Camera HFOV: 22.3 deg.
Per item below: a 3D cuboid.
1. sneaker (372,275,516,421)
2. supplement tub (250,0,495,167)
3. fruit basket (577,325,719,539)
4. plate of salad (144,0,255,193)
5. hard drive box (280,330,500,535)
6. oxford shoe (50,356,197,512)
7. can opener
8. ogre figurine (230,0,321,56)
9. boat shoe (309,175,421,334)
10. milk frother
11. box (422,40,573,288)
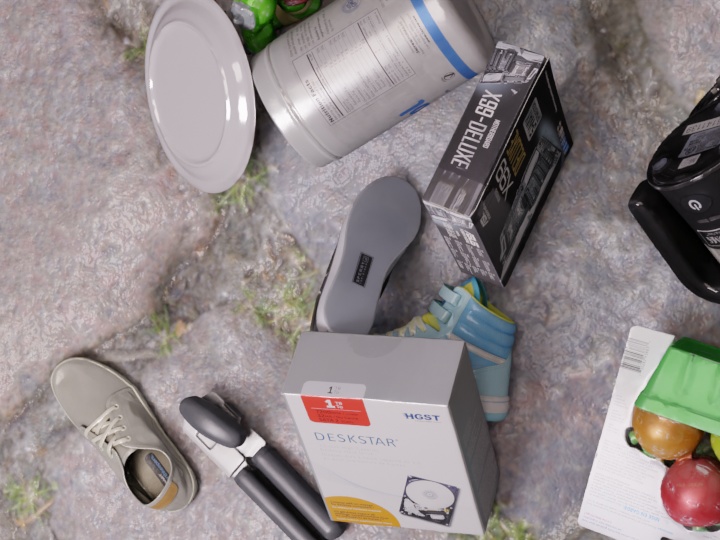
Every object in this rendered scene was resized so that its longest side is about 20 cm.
[{"bbox_3d":[0.054,0.058,1.721,0.200,0.080,0.131,14,95,10],"label":"sneaker"},{"bbox_3d":[0.013,-0.200,1.714,0.200,0.132,0.132,-31,79,17],"label":"supplement tub"},{"bbox_3d":[0.306,0.167,1.637,0.185,0.094,0.200,18,110,19],"label":"fruit basket"},{"bbox_3d":[-0.151,-0.176,1.783,0.200,0.048,0.200,23,120,48],"label":"plate of salad"},{"bbox_3d":[0.031,0.148,1.661,0.156,0.200,0.077,2,49,19],"label":"hard drive box"},{"bbox_3d":[-0.242,0.162,1.832,0.075,0.058,0.200,-47,73,15],"label":"oxford shoe"},{"bbox_3d":[-0.103,0.198,1.776,0.200,0.067,0.053,44,103,16],"label":"can opener"},{"bbox_3d":[-0.061,-0.291,1.749,0.200,0.120,0.098,-39,77,14],"label":"ogre figurine"},{"bbox_3d":[0.000,0.000,1.720,0.070,0.066,0.200,25,56,-12],"label":"boat shoe"},{"bbox_3d":[0.357,-0.077,1.596,0.200,0.180,0.188,-48,111,-16],"label":"milk frother"},{"bbox_3d":[0.125,-0.089,1.616,0.050,0.200,0.158,22,77,19],"label":"box"}]
